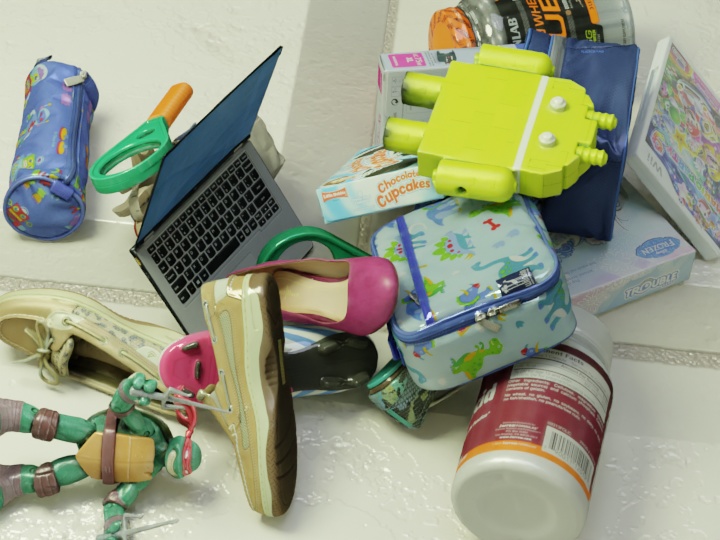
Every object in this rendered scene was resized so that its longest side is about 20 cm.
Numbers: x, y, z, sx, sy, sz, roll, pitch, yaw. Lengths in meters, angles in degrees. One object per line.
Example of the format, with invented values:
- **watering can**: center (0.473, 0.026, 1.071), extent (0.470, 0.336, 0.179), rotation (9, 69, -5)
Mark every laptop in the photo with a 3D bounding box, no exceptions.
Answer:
- **laptop**: center (-0.105, -0.058, 1.580), extent (0.115, 0.201, 0.187), rotation (-12, 27, 44)

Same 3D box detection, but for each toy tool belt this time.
- **toy tool belt**: center (-0.171, -0.073, 1.688), extent (0.122, 0.126, 0.200), rotation (-13, 24, 44)

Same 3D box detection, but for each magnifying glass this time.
- **magnifying glass**: center (0.000, 0.000, 1.637), extent (0.198, 0.080, 0.022), rotation (1, 21, -19)
- **magnifying glass**: center (-0.196, -0.126, 1.650), extent (0.079, 0.023, 0.201), rotation (-15, 27, 21)

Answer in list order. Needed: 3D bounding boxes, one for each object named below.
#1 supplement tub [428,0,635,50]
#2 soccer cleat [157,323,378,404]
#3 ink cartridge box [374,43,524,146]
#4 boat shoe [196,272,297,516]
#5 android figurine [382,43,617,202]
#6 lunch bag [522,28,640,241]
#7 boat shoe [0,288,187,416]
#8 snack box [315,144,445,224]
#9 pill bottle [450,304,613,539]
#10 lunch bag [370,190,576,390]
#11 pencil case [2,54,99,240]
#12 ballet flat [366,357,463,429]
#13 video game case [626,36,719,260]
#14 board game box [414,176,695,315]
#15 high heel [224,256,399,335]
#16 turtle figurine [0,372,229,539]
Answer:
- **supplement tub**: center (0.180, -0.242, 1.869), extent (0.198, 0.123, 0.123), rotation (-12, 46, -16)
- **soccer cleat**: center (-0.084, 0.083, 1.547), extent (0.198, 0.071, 0.086), rotation (-1, 6, -17)
- **ink cartridge box**: center (0.114, -0.167, 1.787), extent (0.198, 0.120, 0.042), rotation (-4, 39, -9)
- **boat shoe**: center (-0.099, 0.105, 1.471), extent (0.075, 0.072, 0.202), rotation (-6, 87, 11)
- **android figurine**: center (0.125, -0.127, 1.561), extent (0.198, 0.041, 0.183), rotation (11, 50, 15)
- **lunch bag**: center (0.187, -0.125, 1.675), extent (0.131, 0.137, 0.201), rotation (9, 46, 7)
- **boat shoe**: center (-0.234, 0.071, 1.544), extent (0.198, 0.074, 0.063), rotation (14, 49, 5)
- **snack box**: center (0.037, -0.093, 1.673), extent (0.115, 0.037, 0.200), rotation (-13, 12, 15)
- **pill bottle**: center (0.151, 0.128, 1.490), extent (0.113, 0.115, 0.201), rotation (13, 44, 9)
- **lunch bag**: center (0.092, 0.009, 1.518), extent (0.159, 0.083, 0.201), rotation (-21, 30, 6)
- **pencil case**: center (-0.299, -0.123, 1.731), extent (0.078, 0.087, 0.201), rotation (27, 38, -25)
- **ballet flat**: center (0.077, 0.068, 1.588), extent (0.074, 0.075, 0.200), rotation (26, 51, 21)
- **video game case**: center (0.328, -0.125, 1.769), extent (0.018, 0.143, 0.201), rotation (-25, 28, 37)
- **board game box**: center (0.186, -0.037, 1.713), extent (0.198, 0.044, 0.199), rotation (-18, 47, -23)
- **high heel**: center (-0.041, 0.019, 1.503), extent (0.095, 0.200, 0.068), rotation (9, 80, -24)
- **turtle figurine**: center (-0.204, 0.154, 1.443), extent (0.198, 0.151, 0.101), rotation (2, 3, 1)
